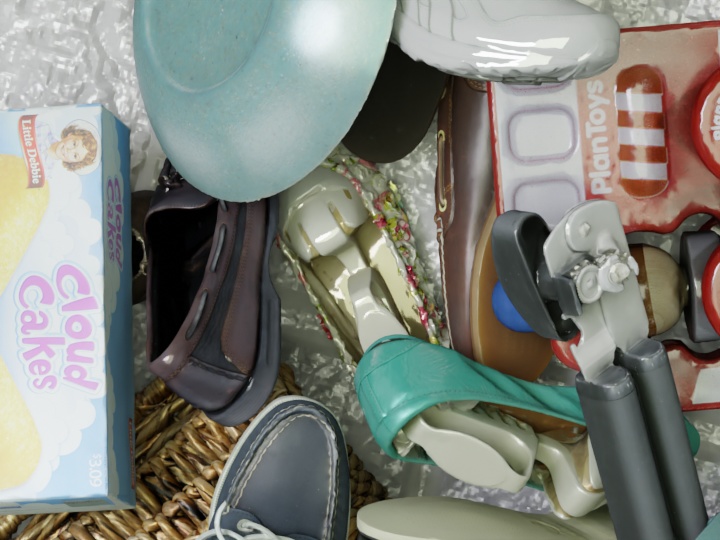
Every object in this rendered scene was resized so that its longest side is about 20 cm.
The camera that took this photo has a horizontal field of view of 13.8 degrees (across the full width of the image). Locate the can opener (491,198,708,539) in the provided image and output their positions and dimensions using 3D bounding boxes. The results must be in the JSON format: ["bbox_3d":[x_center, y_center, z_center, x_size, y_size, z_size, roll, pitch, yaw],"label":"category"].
[{"bbox_3d":[0.123,0.054,1.458,0.053,0.066,0.201,-34,115,-33],"label":"can opener"}]

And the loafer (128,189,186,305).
[{"bbox_3d":[-0.185,0.016,1.580,0.199,0.071,0.073,-33,87,8],"label":"loafer"}]

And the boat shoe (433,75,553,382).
[{"bbox_3d":[0.071,-0.040,1.548,0.070,0.070,0.201,5,88,48],"label":"boat shoe"}]

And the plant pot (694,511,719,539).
[{"bbox_3d":[0.215,0.192,1.473,0.134,0.200,0.201,37,96,20],"label":"plant pot"}]

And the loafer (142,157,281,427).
[{"bbox_3d":[-0.082,-0.013,1.511,0.063,0.201,0.072,25,129,-32],"label":"loafer"}]

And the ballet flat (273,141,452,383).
[{"bbox_3d":[0.000,0.000,1.556,0.075,0.064,0.201,-33,86,9],"label":"ballet flat"}]

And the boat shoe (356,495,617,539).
[{"bbox_3d":[0.081,0.152,1.500,0.200,0.074,0.063,8,104,-36],"label":"boat shoe"}]

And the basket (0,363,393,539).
[{"bbox_3d":[-0.100,0.138,1.534,0.200,0.143,0.149,-39,87,7],"label":"basket"}]

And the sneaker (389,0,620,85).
[{"bbox_3d":[0.044,-0.149,1.439,0.199,0.078,0.100,20,101,36],"label":"sneaker"}]

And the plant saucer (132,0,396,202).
[{"bbox_3d":[-0.061,-0.136,1.472,0.200,0.039,0.202,-13,72,46],"label":"plant saucer"}]

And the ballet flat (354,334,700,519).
[{"bbox_3d":[0.087,0.091,1.504,0.199,0.071,0.067,17,132,-23],"label":"ballet flat"}]

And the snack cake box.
[{"bbox_3d":[-0.176,0.022,1.507,0.114,0.067,0.201,-4,79,8],"label":"snack cake box"}]

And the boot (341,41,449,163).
[{"bbox_3d":[0.025,-0.157,1.546,0.073,0.075,0.201,8,103,13],"label":"boot"}]

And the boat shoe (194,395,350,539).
[{"bbox_3d":[-0.051,0.156,1.430,0.074,0.062,0.201,22,81,-1],"label":"boat shoe"}]

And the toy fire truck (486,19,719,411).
[{"bbox_3d":[0.147,-0.030,1.495,0.167,0.112,0.201,-4,97,2],"label":"toy fire truck"}]
